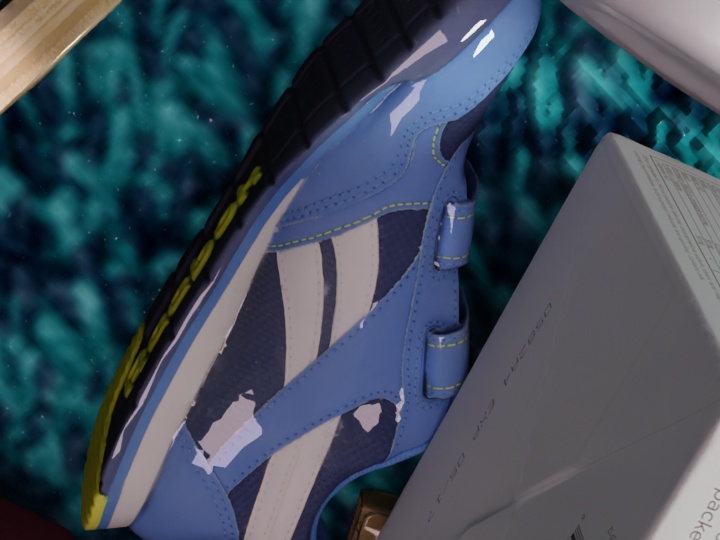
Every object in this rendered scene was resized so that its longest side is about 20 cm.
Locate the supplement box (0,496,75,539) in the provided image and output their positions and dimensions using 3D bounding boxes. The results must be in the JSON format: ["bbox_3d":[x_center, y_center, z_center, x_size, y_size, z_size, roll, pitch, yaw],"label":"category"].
[{"bbox_3d":[-0.172,0.141,0.770,0.110,0.086,0.200,31,112,-31],"label":"supplement box"}]

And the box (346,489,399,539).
[{"bbox_3d":[0.074,0.166,0.848,0.199,0.021,0.164,14,103,-6],"label":"box"}]

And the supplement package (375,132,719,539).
[{"bbox_3d":[0.125,0.092,0.720,0.200,0.151,0.152,22,110,-17],"label":"supplement package"}]

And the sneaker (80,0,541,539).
[{"bbox_3d":[0.000,0.000,0.781,0.082,0.074,0.200,29,108,-11],"label":"sneaker"}]

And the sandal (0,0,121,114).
[{"bbox_3d":[-0.128,0.005,0.773,0.212,0.078,0.070,-42,100,2],"label":"sandal"}]

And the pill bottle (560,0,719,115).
[{"bbox_3d":[0.140,-0.131,0.724,0.112,0.112,0.200,33,92,-10],"label":"pill bottle"}]
